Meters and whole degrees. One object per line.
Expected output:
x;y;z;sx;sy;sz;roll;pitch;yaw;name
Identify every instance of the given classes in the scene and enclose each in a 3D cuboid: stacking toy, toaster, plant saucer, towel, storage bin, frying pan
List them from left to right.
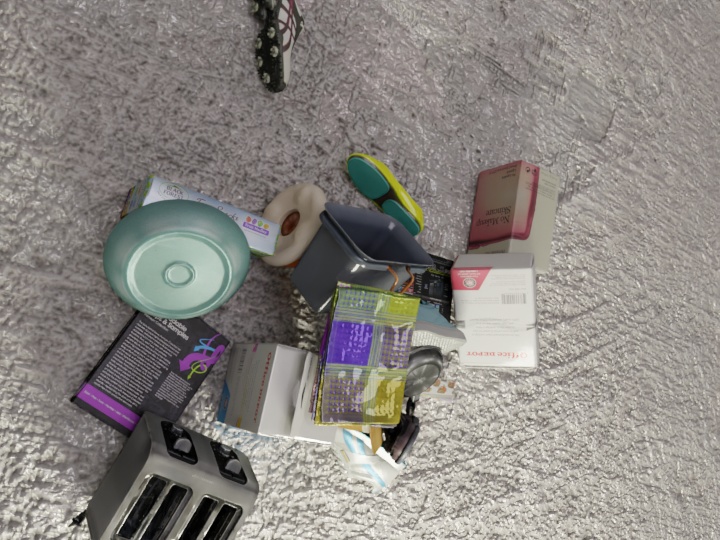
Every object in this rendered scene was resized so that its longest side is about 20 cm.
-0.267;0.323;0.945;0.181;0.119;0.200;33;86;-27;toaster
-0.250;-0.003;0.938;0.199;0.036;0.200;-8;127;-11;plant saucer
-0.062;-0.041;1.135;0.200;0.146;0.147;34;69;-44;stacking toy
0.000;0.000;1.043;0.200;0.134;0.146;3;42;-54;storage bin
0.010;0.124;0.964;0.143;0.023;0.201;12;88;-25;towel
0.081;0.205;1.169;0.115;0.031;0.190;-2;128;-33;frying pan

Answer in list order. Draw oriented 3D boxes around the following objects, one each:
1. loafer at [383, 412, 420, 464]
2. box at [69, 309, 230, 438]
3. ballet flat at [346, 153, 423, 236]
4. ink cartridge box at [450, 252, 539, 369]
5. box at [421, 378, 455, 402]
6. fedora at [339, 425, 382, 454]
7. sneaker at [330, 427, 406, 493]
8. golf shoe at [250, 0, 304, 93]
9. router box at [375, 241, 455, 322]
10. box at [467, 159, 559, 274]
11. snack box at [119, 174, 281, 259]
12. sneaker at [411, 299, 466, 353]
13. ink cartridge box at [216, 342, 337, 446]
0.059;0.270;1.135;0.063;0.200;0.072;31;90;7;loafer
-0.305;0.146;1.006;0.143;0.036;0.200;42;68;-23;box
0.049;-0.146;1.237;0.200;0.067;0.067;47;43;-23;ballet flat
0.250;0.074;1.249;0.085;0.145;0.201;-52;137;-62;ink cartridge box
0.084;0.198;1.235;0.200;0.041;0.039;21;76;-29;box
-0.006;0.190;1.081;0.082;0.201;0.201;-2;87;3;fedora
-0.018;0.297;1.145;0.200;0.077;0.081;40;92;-12;sneaker
-0.129;-0.396;1.135;0.088;0.077;0.201;-4;88;-39;golf shoe
0.085;0.041;1.208;0.200;0.062;0.150;14;77;-46;router box
0.299;-0.098;1.339;0.109;0.128;0.201;17;77;-29;box
-0.236;-0.071;1.002;0.200;0.142;0.053;21;76;-28;snack box
0.119;0.088;1.149;0.200;0.074;0.082;28;44;-57;sneaker
-0.114;0.184;1.021;0.125;0.200;0.129;17;78;-29;ink cartridge box
